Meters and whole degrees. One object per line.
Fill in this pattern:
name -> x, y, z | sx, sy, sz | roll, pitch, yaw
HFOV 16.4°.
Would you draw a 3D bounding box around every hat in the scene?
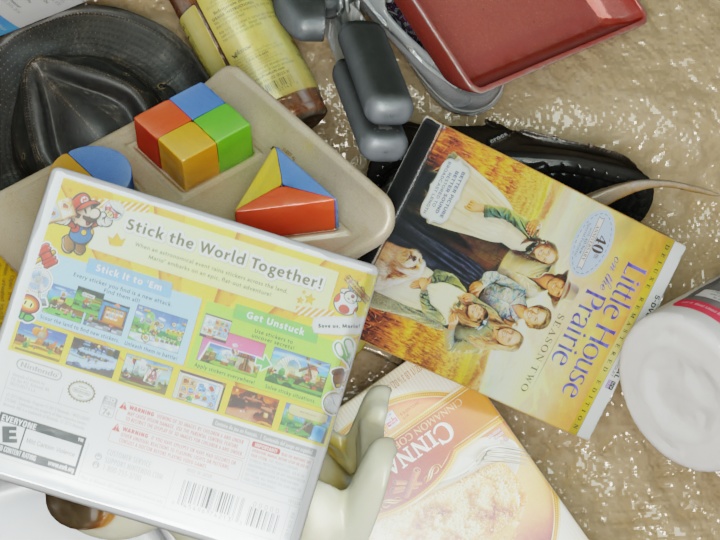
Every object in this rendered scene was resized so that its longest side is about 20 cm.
hat -> -0.183, -0.092, 1.643 | 0.200, 0.081, 0.201 | -2, 76, 8

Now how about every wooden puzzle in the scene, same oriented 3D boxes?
wooden puzzle -> -0.109, -0.039, 1.531 | 0.200, 0.046, 0.185 | -33, 54, -21

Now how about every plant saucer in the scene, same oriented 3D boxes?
plant saucer -> 0.075, -0.217, 1.683 | 0.200, 0.037, 0.200 | -26, 79, -44

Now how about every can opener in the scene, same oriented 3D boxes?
can opener -> -0.011, -0.135, 1.629 | 0.066, 0.200, 0.053 | -3, 123, -15

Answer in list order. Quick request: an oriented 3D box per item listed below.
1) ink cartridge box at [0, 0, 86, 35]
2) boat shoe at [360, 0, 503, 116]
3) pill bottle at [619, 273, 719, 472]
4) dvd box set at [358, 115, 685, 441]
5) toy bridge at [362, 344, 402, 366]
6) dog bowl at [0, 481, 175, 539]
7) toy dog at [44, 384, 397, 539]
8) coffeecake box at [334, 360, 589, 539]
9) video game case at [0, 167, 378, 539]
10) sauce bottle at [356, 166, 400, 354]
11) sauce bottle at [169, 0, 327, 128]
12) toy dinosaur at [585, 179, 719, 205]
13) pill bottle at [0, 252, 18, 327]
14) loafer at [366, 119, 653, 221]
ink cartridge box -> -0.196, -0.242, 1.660 | 0.200, 0.068, 0.116 | -20, 73, 11
boat shoe -> 0.027, -0.192, 1.700 | 0.072, 0.069, 0.200 | -31, 83, -9
pill bottle -> 0.271, 0.044, 1.621 | 0.200, 0.111, 0.111 | -26, 81, -37
dvd box set -> 0.094, 0.008, 1.585 | 0.200, 0.029, 0.146 | 25, 94, -26
toy bridge -> -0.061, 0.015, 1.675 | 0.200, 0.027, 0.067 | 28, 81, 2
dog bowl -> -0.204, 0.220, 1.600 | 0.200, 0.079, 0.200 | 1, 79, -3
toy dog -> -0.095, 0.127, 1.534 | 0.200, 0.140, 0.194 | 17, 114, -5
coffeecake box -> 0.047, 0.170, 1.629 | 0.153, 0.073, 0.200 | -34, 84, -10
video game case -> -0.109, 0.055, 1.442 | 0.200, 0.023, 0.182 | 17, 81, -4
sauce bottle -> 0.000, 0.000, 1.608 | 0.065, 0.065, 0.200 | 39, 101, 4
sauce bottle -> -0.092, -0.179, 1.691 | 0.066, 0.066, 0.200 | -25, 83, -8
toy dinosaur -> 0.123, -0.029, 1.646 | 0.200, 0.106, 0.060 | -36, 58, 18
pill bottle -> -0.219, 0.024, 1.597 | 0.200, 0.113, 0.113 | 1, 79, 13
loafer -> 0.101, -0.072, 1.678 | 0.200, 0.073, 0.071 | 9, 40, -15
